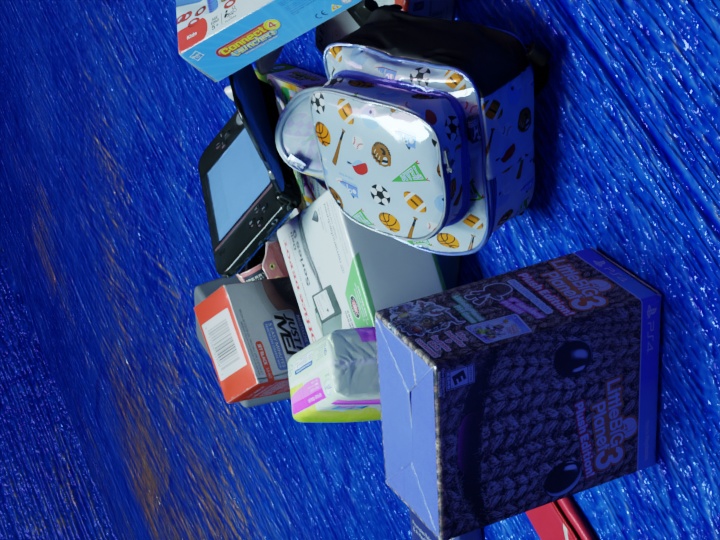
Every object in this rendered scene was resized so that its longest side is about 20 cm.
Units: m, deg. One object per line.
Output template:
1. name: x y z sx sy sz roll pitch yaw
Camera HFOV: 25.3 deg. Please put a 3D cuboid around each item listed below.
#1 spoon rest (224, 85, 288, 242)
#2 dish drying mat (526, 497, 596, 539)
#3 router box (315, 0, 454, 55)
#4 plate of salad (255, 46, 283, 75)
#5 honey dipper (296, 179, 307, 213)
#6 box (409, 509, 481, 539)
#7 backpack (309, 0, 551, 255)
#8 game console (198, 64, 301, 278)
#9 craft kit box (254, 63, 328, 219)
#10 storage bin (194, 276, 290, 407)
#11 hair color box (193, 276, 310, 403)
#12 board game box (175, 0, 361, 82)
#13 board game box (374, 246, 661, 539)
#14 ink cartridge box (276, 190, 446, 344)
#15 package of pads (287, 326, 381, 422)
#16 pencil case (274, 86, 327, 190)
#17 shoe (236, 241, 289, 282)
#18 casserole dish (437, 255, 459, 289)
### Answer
1. spoon rest: -0.111 -0.120 1.700 0.061 0.099 0.200 -26 52 30
2. dish drying mat: 0.166 0.211 1.469 0.077 0.018 0.200 98 149 -48
3. router box: 0.020 -0.247 1.478 0.180 0.049 0.200 55 151 41
4. plate of salad: -0.063 -0.286 1.563 0.200 0.048 0.201 15 -90 -84
5. honey dipper: -0.054 -0.048 1.710 0.038 0.038 0.200 109 144 -56
6. box: 0.086 0.241 1.671 0.121 0.032 0.201 -143 44 -58
7. backpack: 0.058 -0.105 1.326 0.200 0.154 0.191 23 143 40
8. game console: -0.133 -0.126 1.537 0.171 0.118 0.200 -47 34 24
9. craft kit box: -0.051 -0.115 1.757 0.197 0.048 0.201 27 129 59
10. storage bin: -0.109 0.081 1.908 0.200 0.134 0.146 -129 32 -48
11. hair color box: -0.066 0.065 1.690 0.064 0.200 0.111 -33 73 42
12. board game box: -0.075 -0.298 1.420 0.200 0.056 0.196 -25 55 27
13. board game box: 0.123 0.094 1.244 0.097 0.200 0.160 41 141 53
14. ink cartridge box: 0.000 0.000 1.543 0.200 0.084 0.146 148 106 -69
15. package of pads: 0.045 0.091 1.435 0.154 0.199 0.068 143 123 -68
16. pencil case: -0.022 -0.118 1.524 0.091 0.083 0.200 31 -179 7
17. shoe: -0.098 0.034 1.775 0.091 0.071 0.200 40 -151 -45
18. casserole dish: 0.050 -0.001 1.588 0.200 0.039 0.121 95 152 -44
